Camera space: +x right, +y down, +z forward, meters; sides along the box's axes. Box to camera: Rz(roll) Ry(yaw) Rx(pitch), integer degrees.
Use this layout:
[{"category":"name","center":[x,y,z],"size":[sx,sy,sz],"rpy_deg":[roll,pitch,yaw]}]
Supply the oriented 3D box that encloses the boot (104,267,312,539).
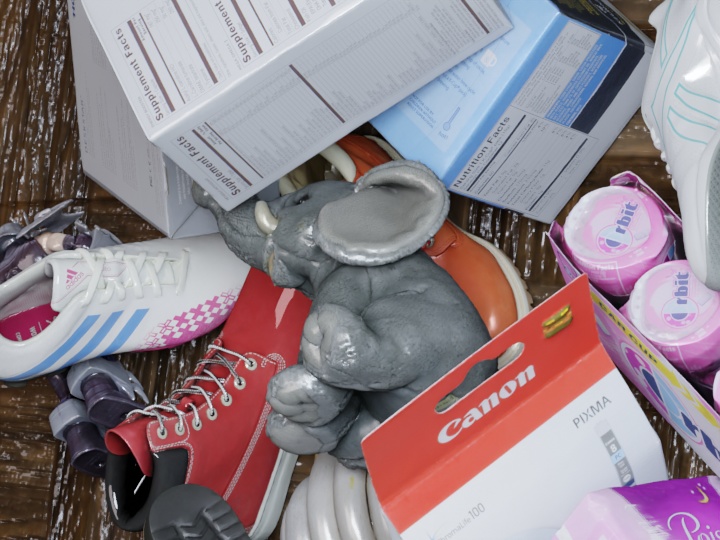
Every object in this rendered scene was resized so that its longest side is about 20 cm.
[{"category":"boot","center":[-0.092,0.070,1.820],"size":[0.072,0.144,0.201],"rpy_deg":[15,89,38]}]

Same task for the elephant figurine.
[{"category":"elephant figurine","center":[0.000,0.000,1.676],"size":[0.141,0.155,0.201],"rpy_deg":[-42,41,39]}]

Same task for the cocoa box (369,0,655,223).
[{"category":"cocoa box","center":[0.059,-0.146,1.755],"size":[0.200,0.131,0.134],"rpy_deg":[47,109,33]}]

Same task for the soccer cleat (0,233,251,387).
[{"category":"soccer cleat","center":[-0.157,0.015,1.863],"size":[0.199,0.087,0.070],"rpy_deg":[-21,58,-9]}]

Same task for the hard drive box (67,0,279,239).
[{"category":"hard drive box","center":[-0.121,-0.120,1.835],"size":[0.200,0.076,0.157],"rpy_deg":[-146,50,-64]}]

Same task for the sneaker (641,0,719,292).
[{"category":"sneaker","center":[0.196,-0.076,1.603],"size":[0.080,0.070,0.201],"rpy_deg":[-26,51,48]}]

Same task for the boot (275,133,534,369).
[{"category":"boot","center":[0.021,-0.013,1.776],"size":[0.075,0.107,0.200],"rpy_deg":[-51,58,14]}]

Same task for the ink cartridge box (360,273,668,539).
[{"category":"ink cartridge box","center":[0.091,0.115,1.605],"size":[0.160,0.200,0.047],"rpy_deg":[-36,53,-14]}]

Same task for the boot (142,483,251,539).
[{"category":"boot","center":[-0.080,0.245,1.763],"size":[0.139,0.077,0.201],"rpy_deg":[115,137,-56]}]

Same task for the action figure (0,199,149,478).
[{"category":"action figure","center":[-0.204,0.040,1.962],"size":[0.130,0.069,0.201],"rpy_deg":[-48,53,28]}]

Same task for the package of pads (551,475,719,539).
[{"category":"package of pads","center":[0.199,0.206,1.589],"size":[0.200,0.120,0.076],"rpy_deg":[54,128,31]}]

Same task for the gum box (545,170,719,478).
[{"category":"gum box","center":[0.190,0.044,1.622],"size":[0.066,0.114,0.200],"rpy_deg":[-38,57,-6]}]

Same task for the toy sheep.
[{"category":"toy sheep","center":[0.019,0.151,1.733],"size":[0.199,0.138,0.139],"rpy_deg":[-25,67,31]}]

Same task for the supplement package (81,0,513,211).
[{"category":"supplement package","center":[-0.036,-0.145,1.641],"size":[0.199,0.114,0.110],"rpy_deg":[-32,61,8]}]
